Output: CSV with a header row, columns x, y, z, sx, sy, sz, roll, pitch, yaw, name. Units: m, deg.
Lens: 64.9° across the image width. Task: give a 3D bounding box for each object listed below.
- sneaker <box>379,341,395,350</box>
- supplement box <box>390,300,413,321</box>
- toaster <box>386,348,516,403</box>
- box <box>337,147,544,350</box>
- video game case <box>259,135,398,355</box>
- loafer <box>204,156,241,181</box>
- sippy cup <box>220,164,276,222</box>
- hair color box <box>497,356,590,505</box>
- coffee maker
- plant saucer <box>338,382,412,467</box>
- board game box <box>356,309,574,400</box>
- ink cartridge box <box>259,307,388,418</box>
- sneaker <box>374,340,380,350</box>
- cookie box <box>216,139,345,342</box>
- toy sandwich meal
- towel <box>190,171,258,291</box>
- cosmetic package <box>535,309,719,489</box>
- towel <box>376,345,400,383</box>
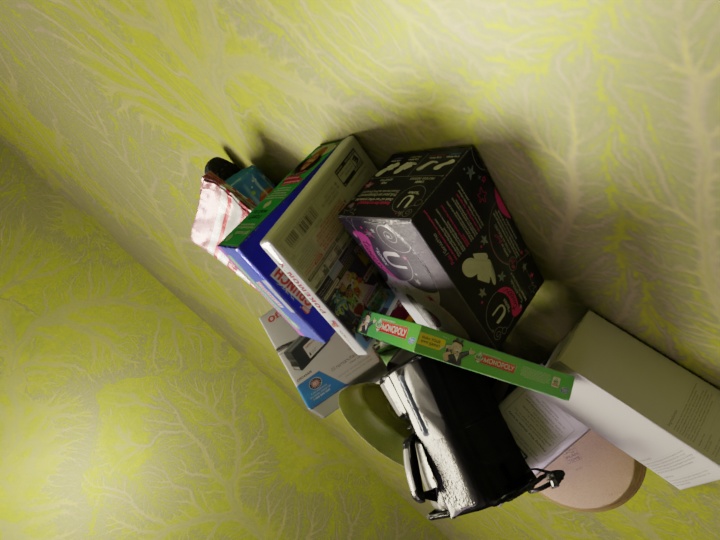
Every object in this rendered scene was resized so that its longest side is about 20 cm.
x,y,z,sx,sy,sz,roll,pitch,yaw,name
0.062,0.106,1.023,0.080,0.070,0.200,16,155,34,sneaker
0.000,0.000,0.881,0.200,0.086,0.110,47,158,-16,supplement box
0.157,0.192,0.944,0.200,0.119,0.181,7,140,54,toaster
0.092,-0.023,0.643,0.132,0.115,0.200,9,142,53,box
-0.007,-0.033,0.678,0.023,0.200,0.182,-13,125,44,video game case
-0.214,-0.120,1.031,0.070,0.068,0.201,-1,138,47,loafer
-0.176,-0.095,0.933,0.130,0.178,0.140,55,179,-20,sippy cup
0.229,0.221,0.780,0.100,0.060,0.200,48,119,22,hair color box
0.137,0.196,0.738,0.135,0.192,0.200,9,-124,-62,coffee maker
0.059,0.232,0.873,0.200,0.031,0.200,29,-169,-6,plant saucer
0.112,0.091,0.619,0.200,0.029,0.135,21,173,-23,board game box
-0.066,0.130,0.992,0.200,0.145,0.084,55,178,29,ink cartridge box
0.056,0.171,1.146,0.200,0.109,0.070,0,169,13,sneaker
-0.051,-0.039,0.736,0.171,0.200,0.075,51,156,-23,cookie box
0.305,0.249,0.819,0.205,0.070,0.205,6,102,30,toy sandwich meal
-0.178,-0.042,0.873,0.200,0.023,0.144,36,132,12,towel
0.313,0.149,0.646,0.200,0.085,0.108,36,157,15,cosmetic package
0.070,0.211,1.075,0.149,0.031,0.200,-23,128,27,towel
